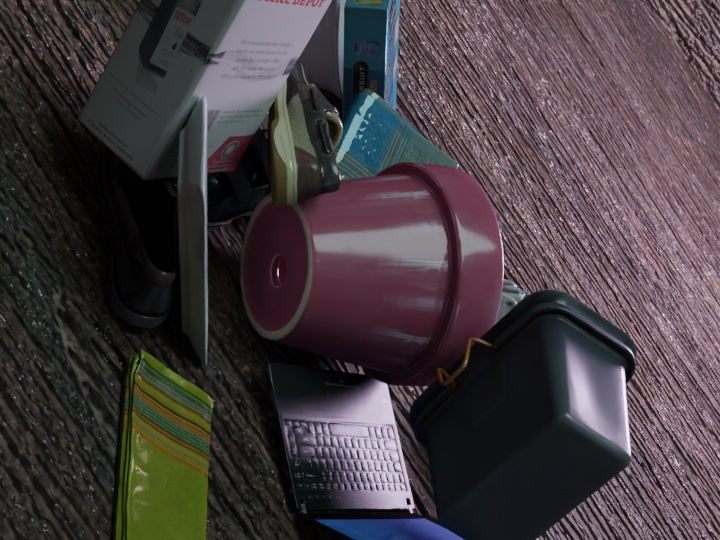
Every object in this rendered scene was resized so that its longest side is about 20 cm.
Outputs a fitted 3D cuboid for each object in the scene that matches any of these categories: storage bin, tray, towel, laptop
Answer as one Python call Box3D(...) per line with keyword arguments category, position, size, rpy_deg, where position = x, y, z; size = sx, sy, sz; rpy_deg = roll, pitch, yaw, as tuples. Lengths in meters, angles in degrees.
Box3D(category="storage bin", position=(0.133, 0.134, 1.191), size=(0.145, 0.200, 0.135), rpy_deg=(33, 30, -21))
Box3D(category="tray", position=(-0.130, -0.028, 1.118), size=(0.022, 0.201, 0.108), rpy_deg=(1, 48, -5))
Box3D(category="towel", position=(-0.141, 0.156, 1.042), size=(0.086, 0.018, 0.201), rpy_deg=(35, 35, -35))
Box3D(category="towel", position=(0.011, -0.059, 1.403), size=(0.146, 0.022, 0.201), rpy_deg=(37, 67, -31))
Box3D(category="laptop", position=(0.027, 0.165, 1.209), size=(0.177, 0.103, 0.202), rpy_deg=(14, 58, -54))

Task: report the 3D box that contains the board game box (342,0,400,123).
Box3D(category="board game box", position=(0.011, -0.221, 1.522), size=(0.152, 0.046, 0.202), rpy_deg=(-79, 172, -54))

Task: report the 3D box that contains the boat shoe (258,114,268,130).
Box3D(category="boat shoe", position=(-0.042, -0.100, 1.422), size=(0.201, 0.060, 0.072), rpy_deg=(43, 30, -26))

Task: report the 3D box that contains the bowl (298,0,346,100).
Box3D(category="bowl", position=(-0.050, -0.287, 1.531), size=(0.201, 0.089, 0.204), rpy_deg=(5, 90, -83))

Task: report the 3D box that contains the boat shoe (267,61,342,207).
Box3D(category="boat shoe", position=(-0.048, -0.118, 1.227), size=(0.064, 0.074, 0.201), rpy_deg=(2, 38, -5))

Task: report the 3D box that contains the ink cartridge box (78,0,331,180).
Box3D(category="ink cartridge box", position=(-0.116, -0.180, 1.135), size=(0.085, 0.201, 0.145), rpy_deg=(40, 21, 16))

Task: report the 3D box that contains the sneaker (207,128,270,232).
Box3D(category="sneaker", position=(-0.107, -0.087, 1.287), size=(0.199, 0.079, 0.079), rpy_deg=(-14, 73, -60))

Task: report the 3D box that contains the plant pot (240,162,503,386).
Box3D(category="plant pot", position=(0.000, 0.000, 1.257), size=(0.177, 0.200, 0.202), rpy_deg=(4, 55, -33))

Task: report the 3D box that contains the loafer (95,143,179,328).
Box3D(category="loafer", position=(-0.169, -0.051, 1.147), size=(0.071, 0.063, 0.202), rpy_deg=(12, 49, -27))

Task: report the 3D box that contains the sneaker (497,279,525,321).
Box3D(category="sneaker", position=(0.153, 0.058, 1.546), size=(0.200, 0.088, 0.075), rpy_deg=(51, 27, -12))
